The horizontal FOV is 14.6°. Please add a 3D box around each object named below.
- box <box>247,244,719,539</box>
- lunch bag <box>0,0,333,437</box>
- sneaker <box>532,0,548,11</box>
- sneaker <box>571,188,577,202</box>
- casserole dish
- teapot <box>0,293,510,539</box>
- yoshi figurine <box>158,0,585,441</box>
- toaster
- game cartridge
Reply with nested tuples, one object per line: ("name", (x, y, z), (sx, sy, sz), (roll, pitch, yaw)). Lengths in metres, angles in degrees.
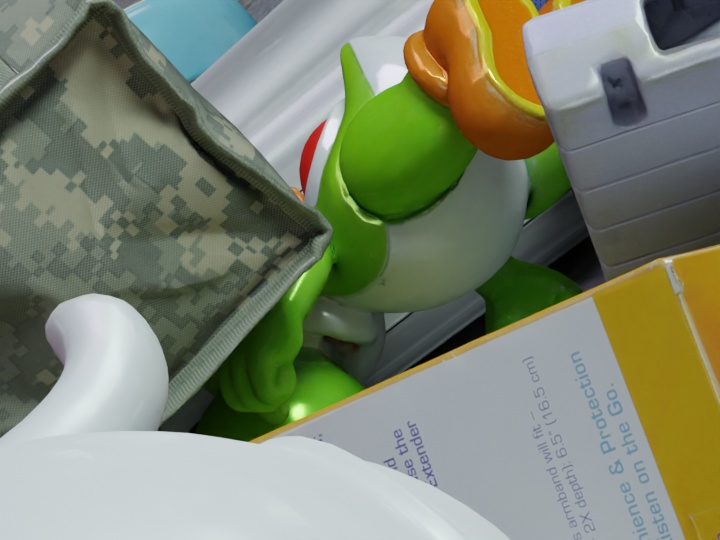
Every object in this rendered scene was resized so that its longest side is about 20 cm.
("box", (0.015, 0.083, 0.568), (0.199, 0.120, 0.041), (-25, -8, 40))
("lunch bag", (-0.128, 0.008, 0.807), (0.200, 0.118, 0.164), (-46, 22, 0))
("sneaker", (-0.010, -0.061, 1.126), (0.199, 0.079, 0.075), (-34, 17, 3))
("sneaker", (0.137, -0.041, 0.829), (0.083, 0.072, 0.200), (-29, 18, -29))
("casserole dish", (-0.126, -0.063, 1.090), (0.199, 0.039, 0.121), (-28, 7, -22))
("teapot", (-0.009, 0.102, 0.480), (0.146, 0.201, 0.197), (-34, 5, -23))
("yoshi figurine", (0.009, 0.012, 0.824), (0.200, 0.112, 0.112), (-46, 12, 33))
("toaster", (-0.009, -0.032, 0.981), (0.129, 0.114, 0.200), (-39, 18, -8))
("game cartridge", (0.145, -0.051, 0.672), (0.199, 0.039, 0.130), (-18, -24, 5))
